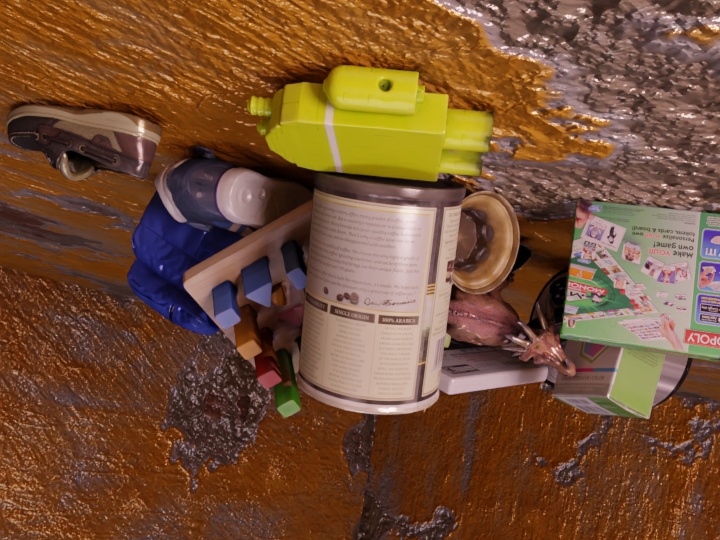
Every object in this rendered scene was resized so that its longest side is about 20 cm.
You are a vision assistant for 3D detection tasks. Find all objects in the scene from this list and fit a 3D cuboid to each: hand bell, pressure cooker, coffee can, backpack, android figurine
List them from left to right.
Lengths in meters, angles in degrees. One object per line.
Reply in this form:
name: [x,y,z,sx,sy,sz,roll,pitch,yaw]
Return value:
backpack: [-0.190,0.002,1.021,0.197,0.171,0.163,27,178,8]
android figurine: [0.006,-0.113,0.624,0.194,0.042,0.182,7,171,6]
coffee can: [0.017,0.013,0.731,0.142,0.206,0.147,6,-169,-1]
hand bell: [0.079,-0.045,0.874,0.102,0.107,0.199,16,-178,-31]
pressure cooker: [0.318,0.088,1.029,0.196,0.179,0.179,16,-162,-28]

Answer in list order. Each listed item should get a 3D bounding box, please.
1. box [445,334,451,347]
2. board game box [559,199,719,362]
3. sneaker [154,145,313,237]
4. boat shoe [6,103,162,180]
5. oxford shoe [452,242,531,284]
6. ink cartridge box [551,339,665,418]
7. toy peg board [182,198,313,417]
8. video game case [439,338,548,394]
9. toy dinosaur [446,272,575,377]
box: [0.014,0.052,1.023,0.194,0.037,0.144,9,-168,-8]
board game box: [0.298,0.011,0.734,0.195,0.138,0.029,8,171,16]
sneaker: [-0.146,-0.078,0.893,0.144,0.083,0.199,12,174,31]
boat shoe: [-0.291,-0.126,0.783,0.196,0.068,0.072,6,170,25]
oxford shoe: [0.122,-0.008,0.917,0.197,0.072,0.074,-18,180,-35]
ink cartridge box: [0.288,0.055,0.845,0.058,0.204,0.104,26,165,-15]
toy peg board: [-0.060,0.052,0.852,0.197,0.099,0.201,-28,131,7]
video game case: [0.116,0.109,0.992,0.197,0.024,0.180,1,-164,-43]
toy dinosaur: [0.135,0.053,0.828,0.195,0.088,0.136,6,-167,-18]
